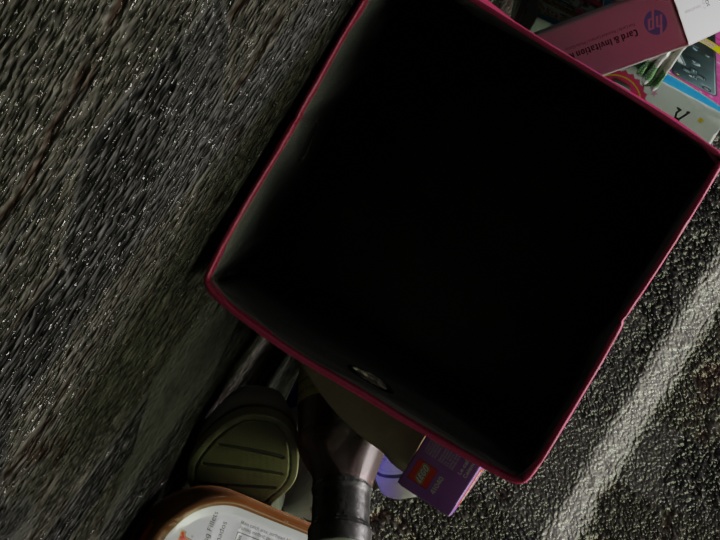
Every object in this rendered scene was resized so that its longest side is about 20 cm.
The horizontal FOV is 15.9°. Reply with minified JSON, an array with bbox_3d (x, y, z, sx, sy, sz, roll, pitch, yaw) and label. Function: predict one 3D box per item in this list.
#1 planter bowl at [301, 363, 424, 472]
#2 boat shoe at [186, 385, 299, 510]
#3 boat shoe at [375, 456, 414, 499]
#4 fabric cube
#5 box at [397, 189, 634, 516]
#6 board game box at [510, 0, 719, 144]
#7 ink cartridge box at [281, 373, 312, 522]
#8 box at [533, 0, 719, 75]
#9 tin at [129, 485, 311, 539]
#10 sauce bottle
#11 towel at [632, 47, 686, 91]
[{"bbox_3d":[0.026,0.003,1.574,0.201,0.134,0.200,-57,176,-7],"label":"planter bowl"},{"bbox_3d":[-0.079,0.125,1.736,0.200,0.074,0.069,107,-8,-56],"label":"boat shoe"},{"bbox_3d":[0.064,0.076,1.799,0.200,0.073,0.066,-51,128,-39],"label":"boat shoe"},{"bbox_3d":[0.058,-0.030,1.350,0.200,0.196,0.199,-59,177,6],"label":"fabric cube"},{"bbox_3d":[0.096,0.046,1.519,0.200,0.039,0.137,-58,174,6],"label":"box"},{"bbox_3d":[0.176,-0.153,1.774,0.064,0.147,0.200,-59,-173,27],"label":"board game box"},{"bbox_3d":[-0.006,0.100,1.841,0.199,0.043,0.200,-65,-164,-20],"label":"ink cartridge box"},{"bbox_3d":[0.137,-0.137,1.560,0.199,0.041,0.156,-20,-176,33],"label":"box"},{"bbox_3d":[-0.061,0.214,1.701,0.042,0.199,0.112,-2,-114,65],"label":"tin"},{"bbox_3d":[-0.009,0.087,1.664,0.066,0.066,0.201,112,-20,-64],"label":"sauce bottle"},{"bbox_3d":[0.243,-0.218,1.658,0.200,0.031,0.149,-55,180,26],"label":"towel"}]
